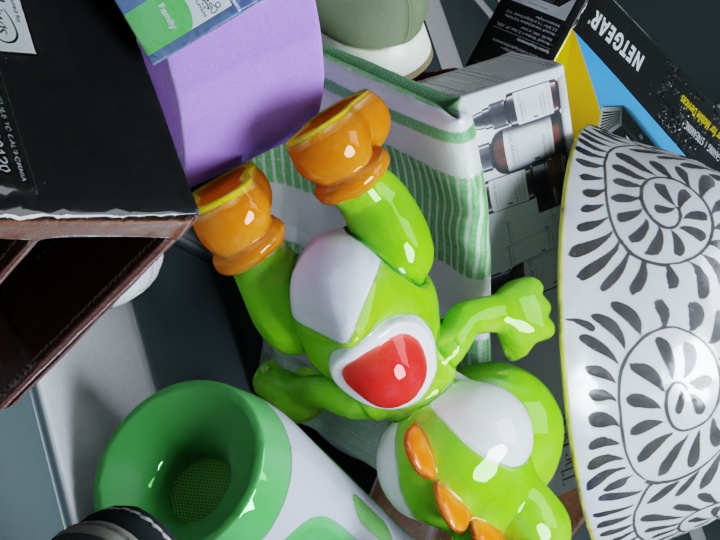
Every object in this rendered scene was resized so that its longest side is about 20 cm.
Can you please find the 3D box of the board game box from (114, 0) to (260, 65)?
[{"bbox_3d":[-0.087,-0.170,0.604,0.201,0.034,0.135,59,17,-9],"label":"board game box"}]

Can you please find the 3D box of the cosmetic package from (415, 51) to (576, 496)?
[{"bbox_3d":[0.062,0.010,0.875,0.051,0.082,0.202,28,-48,60],"label":"cosmetic package"}]

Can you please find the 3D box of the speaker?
[{"bbox_3d":[-0.026,0.121,0.774,0.200,0.088,0.089,50,22,-50],"label":"speaker"}]

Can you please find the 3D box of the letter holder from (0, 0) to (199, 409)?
[{"bbox_3d":[-0.154,-0.066,0.599,0.100,0.142,0.201,-2,62,-41],"label":"letter holder"}]

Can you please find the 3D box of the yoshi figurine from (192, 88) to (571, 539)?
[{"bbox_3d":[0.020,0.032,0.771,0.112,0.112,0.201,-38,101,-32],"label":"yoshi figurine"}]

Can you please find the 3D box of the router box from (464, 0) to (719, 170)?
[{"bbox_3d":[0.110,-0.050,0.985,0.051,0.150,0.200,28,0,36],"label":"router box"}]

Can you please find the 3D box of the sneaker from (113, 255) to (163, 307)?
[{"bbox_3d":[-0.128,-0.069,0.728,0.088,0.081,0.202,22,54,-76],"label":"sneaker"}]

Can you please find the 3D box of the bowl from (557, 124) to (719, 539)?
[{"bbox_3d":[0.154,0.032,0.864,0.201,0.093,0.203,-3,90,-72],"label":"bowl"}]

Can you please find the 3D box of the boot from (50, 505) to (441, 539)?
[{"bbox_3d":[-0.023,0.135,0.671,0.154,0.073,0.205,-45,123,-41],"label":"boot"}]

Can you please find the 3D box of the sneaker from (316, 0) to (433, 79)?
[{"bbox_3d":[-0.049,-0.163,0.871,0.067,0.199,0.090,-43,149,-33],"label":"sneaker"}]

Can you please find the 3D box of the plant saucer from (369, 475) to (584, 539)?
[{"bbox_3d":[0.082,0.104,0.996,0.034,0.201,0.200,36,-4,32],"label":"plant saucer"}]

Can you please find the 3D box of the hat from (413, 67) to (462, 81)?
[{"bbox_3d":[0.011,-0.124,0.987,0.165,0.176,0.200,39,-12,26],"label":"hat"}]

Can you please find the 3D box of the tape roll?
[{"bbox_3d":[-0.091,-0.134,0.776,0.201,0.065,0.201,53,-20,29],"label":"tape roll"}]

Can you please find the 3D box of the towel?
[{"bbox_3d":[0.000,0.000,0.854,0.023,0.152,0.202,-25,126,-37],"label":"towel"}]

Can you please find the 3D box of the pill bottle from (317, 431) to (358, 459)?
[{"bbox_3d":[0.043,0.057,1.071,0.113,0.111,0.200,71,15,14],"label":"pill bottle"}]
